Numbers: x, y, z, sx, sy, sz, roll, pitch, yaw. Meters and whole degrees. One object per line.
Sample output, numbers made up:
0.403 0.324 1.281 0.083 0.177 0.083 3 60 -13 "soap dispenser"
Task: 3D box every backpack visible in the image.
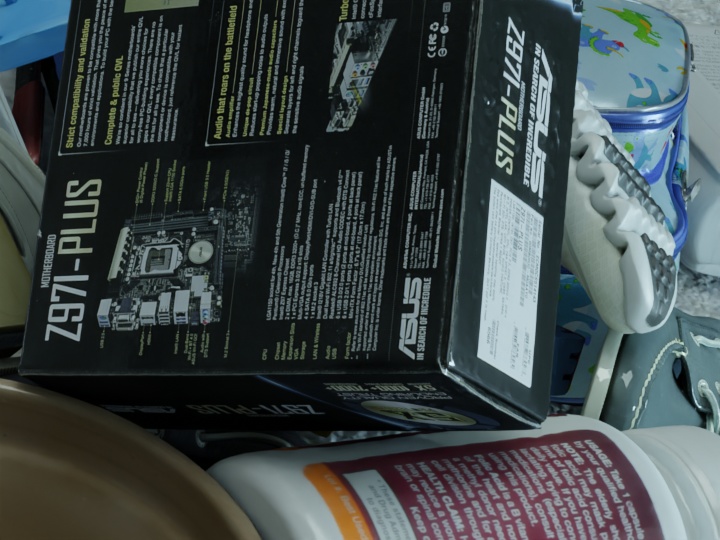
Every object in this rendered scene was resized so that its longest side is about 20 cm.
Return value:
0.066 -0.045 1.083 0.183 0.147 0.200 10 35 -3 "backpack"

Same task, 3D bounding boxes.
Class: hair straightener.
-0.135 -0.074 1.150 0.077 0.041 0.200 17 23 -18 "hair straightener"

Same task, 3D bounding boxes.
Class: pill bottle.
0.044 0.111 0.831 0.200 0.114 0.114 -4 35 -32 "pill bottle"

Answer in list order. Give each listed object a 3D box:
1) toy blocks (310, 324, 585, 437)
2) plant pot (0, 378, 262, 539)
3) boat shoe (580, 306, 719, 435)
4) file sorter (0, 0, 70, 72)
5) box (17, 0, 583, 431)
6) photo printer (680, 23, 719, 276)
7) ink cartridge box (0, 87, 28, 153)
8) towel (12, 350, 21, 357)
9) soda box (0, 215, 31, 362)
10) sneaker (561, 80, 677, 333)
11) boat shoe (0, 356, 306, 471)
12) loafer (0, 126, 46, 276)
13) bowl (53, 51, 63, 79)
0.000 0.000 0.933 0.200 0.100 0.137 23 11 32 "toy blocks"
-0.131 0.125 0.734 0.200 0.093 0.201 12 30 -7 "plant pot"
0.137 0.052 0.988 0.062 0.073 0.200 20 7 17 "boat shoe"
-0.117 -0.200 1.089 0.138 0.123 0.200 -18 26 10 "file sorter"
-0.017 -0.050 0.814 0.163 0.201 0.086 -2 -17 27 "box"
0.211 -0.070 1.282 0.166 0.070 0.200 3 31 -24 "photo printer"
-0.218 -0.117 0.998 0.083 0.200 0.145 -26 42 -11 "ink cartridge box"
-0.144 0.029 0.959 0.200 0.035 0.133 -1 34 -29 "towel"
-0.200 0.011 0.790 0.200 0.064 0.068 -4 63 -57 "soda box"
0.062 -0.048 0.957 0.075 0.081 0.200 43 17 -57 "sneaker"
-0.098 0.076 0.863 0.200 0.073 0.063 -4 31 -41 "boat shoe"
-0.191 -0.056 0.901 0.200 0.070 0.070 41 27 -30 "loafer"
-0.055 -0.139 1.109 0.200 0.039 0.201 -18 25 9 "bowl"
